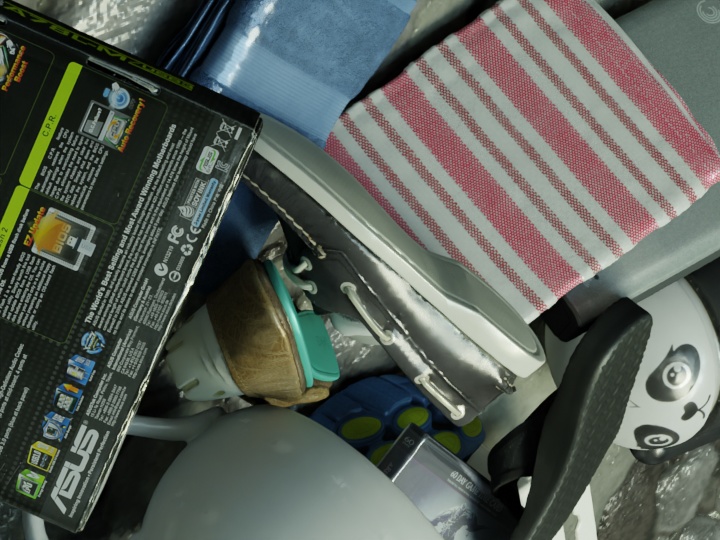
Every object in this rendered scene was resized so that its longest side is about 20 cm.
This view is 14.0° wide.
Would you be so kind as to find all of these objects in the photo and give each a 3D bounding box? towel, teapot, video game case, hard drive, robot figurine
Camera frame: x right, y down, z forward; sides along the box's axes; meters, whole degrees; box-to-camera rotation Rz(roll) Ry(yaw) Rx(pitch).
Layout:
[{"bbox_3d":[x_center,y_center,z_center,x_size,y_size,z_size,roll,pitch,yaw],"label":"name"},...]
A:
[{"bbox_3d":[-0.052,-0.087,1.415,0.112,0.049,0.200,29,94,-51],"label":"towel"},{"bbox_3d":[-0.047,0.170,1.427,0.146,0.200,0.198,-42,134,-20],"label":"teapot"},{"bbox_3d":[0.003,0.189,1.590,0.200,0.019,0.143,-51,141,-1],"label":"video game case"},{"bbox_3d":[0.147,-0.062,1.572,0.200,0.140,0.033,-28,165,-30],"label":"hard drive"},{"bbox_3d":[0.200,0.027,1.694,0.200,0.125,0.151,-22,93,-34],"label":"robot figurine"},{"bbox_3d":[0.076,-0.052,1.507,0.200,0.146,0.030,-35,169,-22],"label":"towel"}]

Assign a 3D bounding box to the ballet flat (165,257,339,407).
[{"bbox_3d":[-0.057,0.039,1.447,0.072,0.068,0.200,-20,173,2],"label":"ballet flat"}]

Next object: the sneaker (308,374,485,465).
[{"bbox_3d":[-0.019,0.125,1.599,0.199,0.071,0.083,-33,155,-26],"label":"sneaker"}]

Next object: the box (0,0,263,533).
[{"bbox_3d":[-0.167,-0.014,1.256,0.048,0.193,0.200,-71,-175,-77],"label":"box"}]

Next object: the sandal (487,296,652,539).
[{"bbox_3d":[0.104,0.084,1.558,0.075,0.048,0.201,-36,154,-43],"label":"sandal"}]

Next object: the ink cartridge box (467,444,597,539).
[{"bbox_3d":[0.041,0.176,1.686,0.200,0.067,0.117,-33,137,-23],"label":"ink cartridge box"}]

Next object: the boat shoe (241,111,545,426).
[{"bbox_3d":[0.000,0.000,1.400,0.200,0.074,0.060,39,105,-25],"label":"boat shoe"}]

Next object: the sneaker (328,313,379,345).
[{"bbox_3d":[0.070,0.002,1.585,0.200,0.075,0.082,-21,149,-24],"label":"sneaker"}]
